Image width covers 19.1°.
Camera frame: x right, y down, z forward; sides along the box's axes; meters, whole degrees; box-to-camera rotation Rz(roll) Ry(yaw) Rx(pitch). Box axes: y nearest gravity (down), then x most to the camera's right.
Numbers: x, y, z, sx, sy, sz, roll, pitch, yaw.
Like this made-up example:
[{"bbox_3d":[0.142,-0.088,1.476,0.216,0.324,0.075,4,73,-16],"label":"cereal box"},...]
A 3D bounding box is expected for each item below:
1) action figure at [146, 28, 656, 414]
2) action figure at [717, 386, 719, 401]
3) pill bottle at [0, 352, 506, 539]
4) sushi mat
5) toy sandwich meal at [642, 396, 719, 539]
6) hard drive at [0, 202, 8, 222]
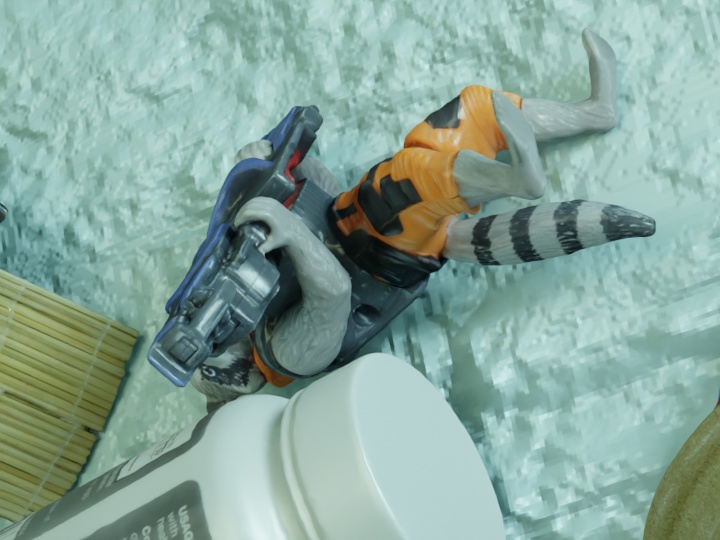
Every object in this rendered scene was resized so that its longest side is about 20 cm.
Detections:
[{"bbox_3d":[0.000,0.000,0.781,0.193,0.200,0.105,-32,106,29],"label":"action figure"},{"bbox_3d":[0.123,0.057,0.705,0.065,0.099,0.202,15,88,35],"label":"action figure"},{"bbox_3d":[-0.053,0.116,0.788,0.199,0.113,0.115,-29,63,23],"label":"pill bottle"},{"bbox_3d":[-0.188,0.031,0.857,0.012,0.199,0.096,27,90,59],"label":"sushi mat"},{"bbox_3d":[0.170,0.050,0.616,0.204,0.205,0.071,-33,44,21],"label":"toy sandwich meal"},{"bbox_3d":[-0.246,-0.011,0.940,0.140,0.038,0.200,-49,38,-9],"label":"hard drive"}]
